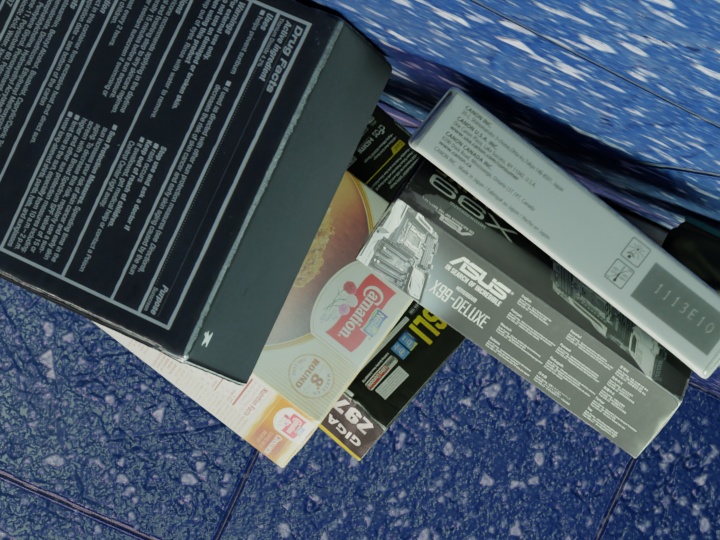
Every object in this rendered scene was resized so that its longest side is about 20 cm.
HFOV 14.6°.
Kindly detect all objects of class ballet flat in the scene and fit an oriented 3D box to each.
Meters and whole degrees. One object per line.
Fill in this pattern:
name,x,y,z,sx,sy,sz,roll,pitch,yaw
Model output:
ballet flat,0.243,0.028,1.570,0.068,0.068,0.200,28,177,-42

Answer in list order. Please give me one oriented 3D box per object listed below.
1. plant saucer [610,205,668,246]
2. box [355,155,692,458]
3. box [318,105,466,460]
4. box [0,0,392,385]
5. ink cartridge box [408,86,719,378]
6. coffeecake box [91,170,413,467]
plant saucer,0.178,-0.015,1.858,0.200,0.032,0.200,25,179,0
box,0.104,0.007,1.639,0.200,0.050,0.158,36,-157,0
box,0.000,0.000,1.767,0.160,0.200,0.049,41,141,2
box,-0.119,-0.069,1.517,0.198,0.200,0.123,25,178,18
ink cartridge box,0.123,-0.020,1.531,0.200,0.044,0.174,39,-175,5
coffeecake box,-0.074,-0.008,1.659,0.200,0.154,0.073,38,147,-1
